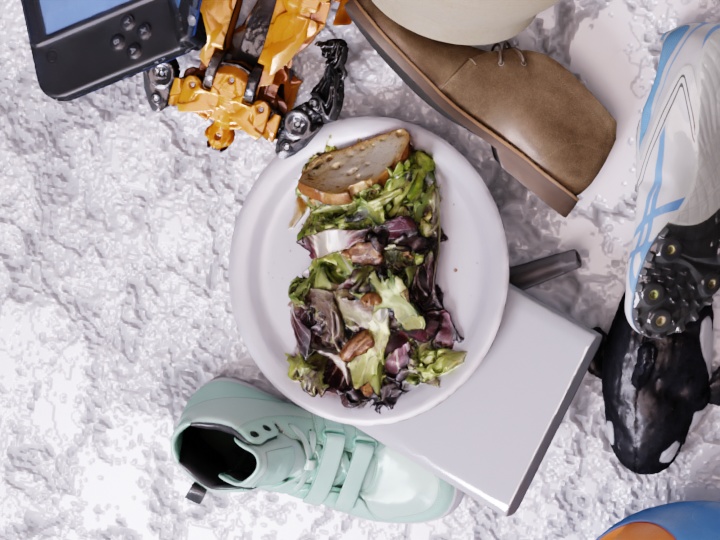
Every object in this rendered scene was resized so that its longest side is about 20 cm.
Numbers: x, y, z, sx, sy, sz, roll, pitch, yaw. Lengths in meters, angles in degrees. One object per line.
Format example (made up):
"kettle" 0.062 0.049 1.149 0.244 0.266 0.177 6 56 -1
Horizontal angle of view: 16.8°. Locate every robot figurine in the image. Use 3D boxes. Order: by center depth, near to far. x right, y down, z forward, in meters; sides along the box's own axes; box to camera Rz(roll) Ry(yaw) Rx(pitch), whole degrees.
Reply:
"robot figurine" -0.063 -0.174 1.587 0.144 0.058 0.201 21 107 8

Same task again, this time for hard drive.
"hard drive" 0.044 0.054 1.601 0.199 0.026 0.133 30 100 20

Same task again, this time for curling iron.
"curling iron" 0.060 0.032 1.626 0.199 0.026 0.050 -27 90 19

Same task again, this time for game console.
"game console" -0.167 -0.234 1.529 0.170 0.118 0.202 -20 72 18

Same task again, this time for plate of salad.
"plate of salad" 0.000 0.000 1.581 0.198 0.048 0.202 0 89 22

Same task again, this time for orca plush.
"orca plush" 0.204 0.046 1.572 0.105 0.071 0.201 29 108 4

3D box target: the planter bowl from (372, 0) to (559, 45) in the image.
"planter bowl" 0.068 -0.226 1.488 0.199 0.201 0.135 23 135 6

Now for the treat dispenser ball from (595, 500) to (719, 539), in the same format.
"treat dispenser ball" 0.215 0.248 1.552 0.199 0.201 0.203 3 105 12

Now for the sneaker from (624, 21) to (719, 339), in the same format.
"sneaker" 0.201 -0.057 1.534 0.071 0.072 0.202 13 88 -31

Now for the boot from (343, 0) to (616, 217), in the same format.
"boot" 0.078 -0.124 1.559 0.199 0.074 0.076 37 97 -15

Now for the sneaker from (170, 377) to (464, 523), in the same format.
"sneaker" -0.033 0.136 1.626 0.199 0.118 0.074 17 105 7
